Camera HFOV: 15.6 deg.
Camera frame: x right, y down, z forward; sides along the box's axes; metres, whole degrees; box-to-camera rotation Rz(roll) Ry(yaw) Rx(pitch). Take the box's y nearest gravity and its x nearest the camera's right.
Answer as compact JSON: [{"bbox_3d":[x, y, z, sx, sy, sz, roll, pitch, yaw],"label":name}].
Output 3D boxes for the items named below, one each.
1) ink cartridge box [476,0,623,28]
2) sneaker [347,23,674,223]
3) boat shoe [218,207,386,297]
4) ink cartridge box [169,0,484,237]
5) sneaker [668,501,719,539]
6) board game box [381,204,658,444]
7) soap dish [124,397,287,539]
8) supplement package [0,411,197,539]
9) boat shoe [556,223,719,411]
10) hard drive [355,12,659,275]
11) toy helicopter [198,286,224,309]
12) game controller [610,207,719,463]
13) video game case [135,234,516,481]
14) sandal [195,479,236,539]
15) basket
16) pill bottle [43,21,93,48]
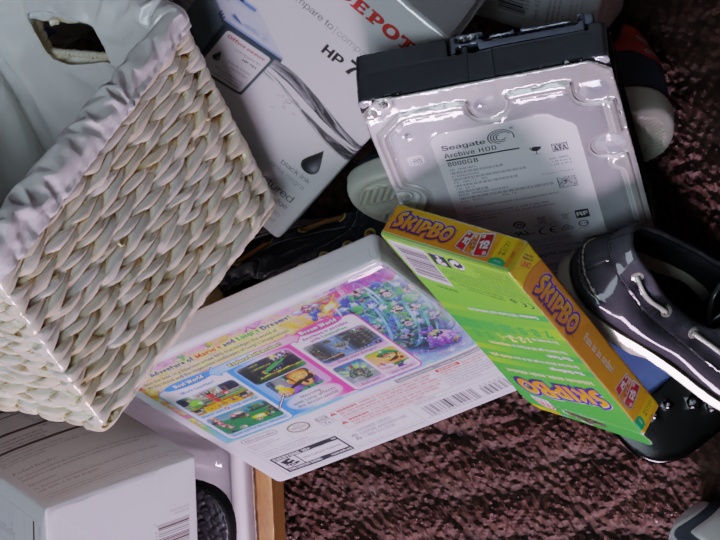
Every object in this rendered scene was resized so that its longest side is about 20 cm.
[{"bbox_3d":[0.059,-0.216,1.494,0.199,0.067,0.116,20,123,14],"label":"ink cartridge box"},{"bbox_3d":[0.085,-0.087,1.532,0.199,0.085,0.075,-15,145,17],"label":"sneaker"},{"bbox_3d":[0.000,0.000,1.616,0.200,0.091,0.071,-15,108,29],"label":"boat shoe"},{"bbox_3d":[-0.038,-0.138,1.493,0.146,0.086,0.200,39,135,-4],"label":"ink cartridge box"},{"bbox_3d":[0.268,0.240,1.621,0.129,0.079,0.200,2,106,33],"label":"sneaker"},{"bbox_3d":[0.096,0.034,1.495,0.095,0.030,0.200,18,157,40],"label":"board game box"},{"bbox_3d":[-0.124,0.119,1.739,0.157,0.081,0.201,9,118,20],"label":"soap dish"},{"bbox_3d":[-0.202,0.143,1.637,0.200,0.109,0.114,27,125,46],"label":"supplement package"},{"bbox_3d":[0.208,0.030,1.504,0.200,0.073,0.063,25,138,-23],"label":"boat shoe"},{"bbox_3d":[0.086,-0.060,1.462,0.139,0.038,0.200,-10,145,9],"label":"hard drive"},{"bbox_3d":[-0.142,-0.019,1.632,0.200,0.079,0.132,55,133,31],"label":"toy helicopter"},{"bbox_3d":[0.155,0.018,1.570,0.104,0.042,0.200,-39,95,-1],"label":"game controller"},{"bbox_3d":[-0.022,0.057,1.578,0.200,0.024,0.182,-23,143,26],"label":"video game case"},{"bbox_3d":[-0.115,0.193,1.704,0.075,0.045,0.200,31,139,15],"label":"sandal"},{"bbox_3d":[-0.187,-0.036,1.462,0.198,0.200,0.161,9,141,39],"label":"basket"},{"bbox_3d":[-0.256,-0.159,1.638,0.200,0.114,0.114,-29,101,33],"label":"pill bottle"}]
